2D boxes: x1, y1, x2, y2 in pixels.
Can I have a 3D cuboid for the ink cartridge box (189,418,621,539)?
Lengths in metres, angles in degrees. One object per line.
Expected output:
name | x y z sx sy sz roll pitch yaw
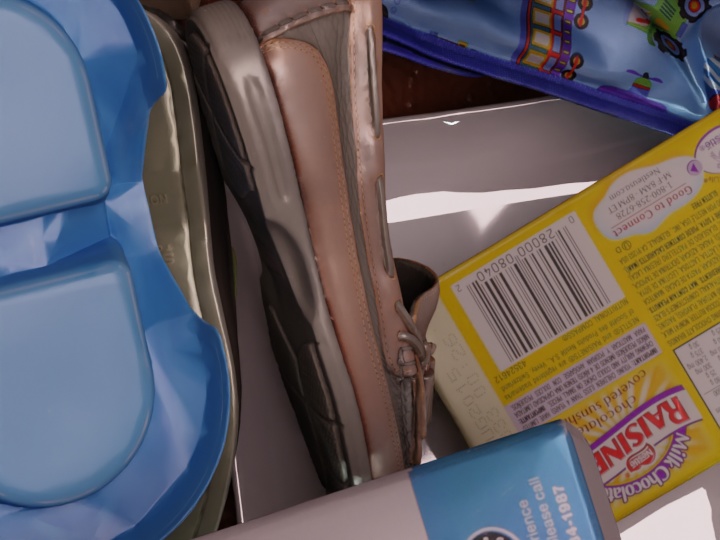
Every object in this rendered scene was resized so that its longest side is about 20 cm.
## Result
ink cartridge box | -0.009 0.144 0.818 0.199 0.146 0.147 -18 83 5

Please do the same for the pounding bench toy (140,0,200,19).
pounding bench toy | -0.120 -0.153 0.897 0.199 0.156 0.125 11 68 -17

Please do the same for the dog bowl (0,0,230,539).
dog bowl | -0.108 -0.007 0.853 0.111 0.050 0.201 -14 99 -16

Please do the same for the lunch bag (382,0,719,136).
lunch bag | 0.042 -0.139 0.955 0.199 0.094 0.151 7 53 -20

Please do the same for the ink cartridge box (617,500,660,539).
ink cartridge box | 0.161 0.106 1.037 0.199 0.042 0.120 25 78 -16

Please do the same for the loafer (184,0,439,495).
loafer | 0.000 0.000 0.905 0.063 0.072 0.201 -22 118 -11

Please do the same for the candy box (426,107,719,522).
candy box | 0.120 0.005 0.943 0.200 0.026 0.102 -31 89 7

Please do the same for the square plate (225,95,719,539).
square plate | 0.049 0.040 0.987 0.199 0.028 0.199 -8 80 -4

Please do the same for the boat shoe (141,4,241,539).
boat shoe | -0.071 0.013 0.926 0.071 0.061 0.202 1 96 7
